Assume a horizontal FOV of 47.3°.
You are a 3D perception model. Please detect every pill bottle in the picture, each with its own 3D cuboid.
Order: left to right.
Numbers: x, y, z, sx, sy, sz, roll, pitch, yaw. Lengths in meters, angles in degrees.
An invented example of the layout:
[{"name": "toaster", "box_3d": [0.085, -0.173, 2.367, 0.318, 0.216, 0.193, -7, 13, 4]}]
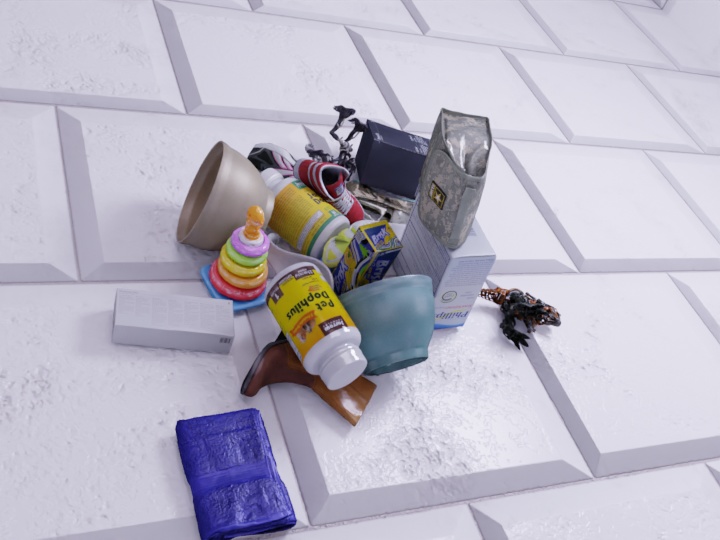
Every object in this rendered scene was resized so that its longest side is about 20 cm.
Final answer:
[{"name": "pill bottle", "box_3d": [-0.126, -0.112, 1.635, 0.199, 0.114, 0.112, 38, 42, 16]}, {"name": "pill bottle", "box_3d": [-0.071, 0.093, 1.364, 0.108, 0.110, 0.201, -14, 58, -37]}]

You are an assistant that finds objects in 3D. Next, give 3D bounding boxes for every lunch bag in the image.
[{"name": "lunch bag", "box_3d": [0.170, -0.164, 1.491, 0.115, 0.166, 0.202, 9, 43, -6]}]

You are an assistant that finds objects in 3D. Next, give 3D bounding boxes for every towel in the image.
[{"name": "towel", "box_3d": [-0.186, 0.297, 1.220, 0.145, 0.050, 0.202, -2, 47, -30]}]

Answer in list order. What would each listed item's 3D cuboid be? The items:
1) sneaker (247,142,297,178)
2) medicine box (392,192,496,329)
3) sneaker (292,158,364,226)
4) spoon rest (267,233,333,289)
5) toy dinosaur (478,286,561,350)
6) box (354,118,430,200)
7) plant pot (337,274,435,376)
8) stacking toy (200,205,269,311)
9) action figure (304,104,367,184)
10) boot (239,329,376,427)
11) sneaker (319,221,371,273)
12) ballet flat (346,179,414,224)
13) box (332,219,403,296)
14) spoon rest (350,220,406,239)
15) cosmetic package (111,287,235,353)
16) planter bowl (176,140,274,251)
[{"name": "sneaker", "box_3d": [-0.163, -0.197, 1.740, 0.197, 0.081, 0.087, 24, 65, 17]}, {"name": "medicine box", "box_3d": [0.158, -0.019, 1.611, 0.101, 0.202, 0.184, -3, 47, -22]}, {"name": "sneaker", "box_3d": [-0.042, -0.152, 1.677, 0.199, 0.072, 0.112, 39, -14, -33]}, {"name": "spoon rest", "box_3d": [-0.125, 0.000, 1.533, 0.200, 0.100, 0.060, 42, 13, 31]}, {"name": "toy dinosaur", "box_3d": [0.322, 0.083, 1.695, 0.195, 0.104, 0.136, 1, 27, 1]}, {"name": "box", "box_3d": [0.089, -0.245, 1.849, 0.178, 0.106, 0.201, 17, 20, -10]}, {"name": "plant pot", "box_3d": [0.048, 0.106, 1.451, 0.197, 0.200, 0.137, -6, 72, -31]}, {"name": "stacking toy", "box_3d": [-0.201, -0.036, 1.449, 0.108, 0.202, 0.117, -14, 52, -36]}, {"name": "action figure", "box_3d": [-0.056, -0.257, 1.837, 0.118, 0.101, 0.204, 30, 74, -35]}, {"name": "boot", "box_3d": [-0.086, 0.199, 1.384, 0.199, 0.069, 0.188, 39, 34, 5]}, {"name": "sneaker", "box_3d": [-0.026, -0.033, 1.618, 0.076, 0.105, 0.199, 52, 32, 14]}, {"name": "ballet flat", "box_3d": [0.051, -0.131, 1.793, 0.196, 0.068, 0.077, 20, 61, -1]}, {"name": "box", "box_3d": [0.000, 0.000, 1.508, 0.069, 0.201, 0.065, -15, 61, -37]}, {"name": "spoon rest", "box_3d": [0.066, -0.067, 1.726, 0.196, 0.061, 0.101, 2, 45, -26]}, {"name": "cosmetic package", "box_3d": [-0.313, 0.085, 1.379, 0.196, 0.051, 0.084, 8, 45, -20]}, {"name": "planter bowl", "box_3d": [-0.243, -0.120, 1.538, 0.133, 0.201, 0.203, 25, 37, -24]}]
